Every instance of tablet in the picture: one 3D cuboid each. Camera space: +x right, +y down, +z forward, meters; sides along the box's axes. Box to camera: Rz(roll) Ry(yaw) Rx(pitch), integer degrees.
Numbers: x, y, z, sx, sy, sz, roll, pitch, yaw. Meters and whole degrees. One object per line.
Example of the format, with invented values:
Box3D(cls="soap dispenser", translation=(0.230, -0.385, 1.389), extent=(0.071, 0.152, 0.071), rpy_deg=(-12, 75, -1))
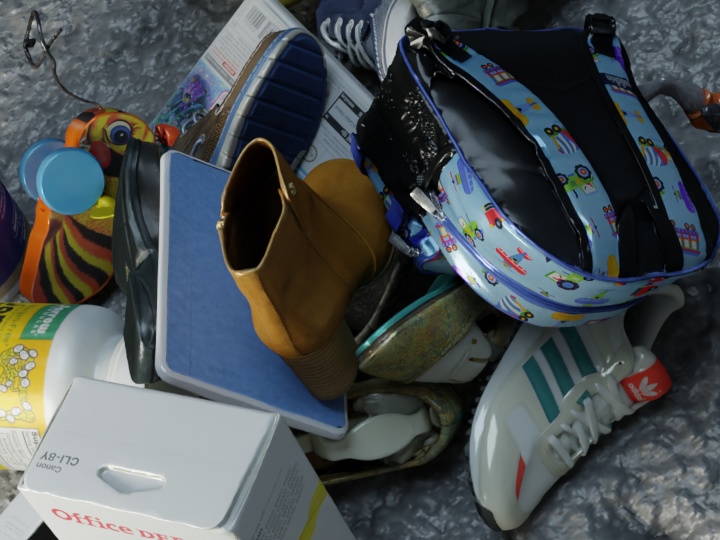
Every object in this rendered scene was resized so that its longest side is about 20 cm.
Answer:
Box3D(cls="tablet", translation=(-0.068, 0.013, 1.446), extent=(0.014, 0.130, 0.200), rpy_deg=(-52, 28, 37))

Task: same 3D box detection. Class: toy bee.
Box3D(cls="toy bee", translation=(-0.179, -0.070, 1.618), extent=(0.109, 0.200, 0.131), rpy_deg=(0, 31, -22))

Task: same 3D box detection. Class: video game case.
Box3D(cls="video game case", translation=(-0.073, -0.076, 1.612), extent=(0.182, 0.024, 0.200), rpy_deg=(-51, 51, 11))

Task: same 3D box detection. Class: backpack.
Box3D(cls="backpack", translation=(0.110, -0.046, 1.388), extent=(0.183, 0.135, 0.200), rpy_deg=(-6, 53, -37))

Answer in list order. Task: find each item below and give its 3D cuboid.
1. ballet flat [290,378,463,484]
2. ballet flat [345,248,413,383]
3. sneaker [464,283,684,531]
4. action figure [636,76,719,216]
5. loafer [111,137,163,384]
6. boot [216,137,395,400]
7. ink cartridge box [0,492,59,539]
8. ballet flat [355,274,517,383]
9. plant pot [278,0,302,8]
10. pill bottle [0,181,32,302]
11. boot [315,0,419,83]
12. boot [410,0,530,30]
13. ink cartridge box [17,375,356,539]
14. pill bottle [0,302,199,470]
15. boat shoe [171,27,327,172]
Box3D(cls="ballet flat", translation=(-0.032, 0.109, 1.451), extent=(0.200, 0.071, 0.071), rpy_deg=(-14, 51, 2))
Box3D(cls="ballet flat", translation=(0.000, 0.000, 1.517), extent=(0.066, 0.057, 0.200), rpy_deg=(29, 95, 34))
Box3D(cls="sneaker", translation=(0.137, 0.075, 1.432), extent=(0.093, 0.070, 0.200), rpy_deg=(7, 55, 32))
Box3D(cls="action figure", translation=(0.289, -0.066, 1.446), extent=(0.193, 0.105, 0.200), rpy_deg=(-12, 51, -24))
Box3D(cls="loafer", translation=(-0.121, -0.007, 1.494), extent=(0.072, 0.073, 0.200), rpy_deg=(-1, 49, -13))
Box3D(cls="boot", translation=(-0.034, -0.035, 1.400), extent=(0.071, 0.144, 0.201), rpy_deg=(-11, 46, 16))
Box3D(cls="ink cartridge box", translation=(-0.224, 0.211, 1.454), extent=(0.037, 0.095, 0.200), rpy_deg=(30, 70, 34))
Box3D(cls="ballet flat", translation=(0.059, 0.036, 1.441), extent=(0.071, 0.071, 0.200), rpy_deg=(-1, 15, 20))
Box3D(cls="plant pot", translation=(-0.074, -0.308, 1.705), extent=(0.176, 0.200, 0.200), rpy_deg=(-48, 34, 2))
Box3D(cls="pill bottle", translation=(-0.317, -0.056, 1.618), extent=(0.116, 0.200, 0.116), rpy_deg=(-11, 52, 14))
Box3D(cls="boot", translation=(0.013, -0.161, 1.632), extent=(0.090, 0.073, 0.200), rpy_deg=(-17, 23, 16))
Box3D(cls="boot", translation=(0.099, -0.173, 1.601), extent=(0.068, 0.200, 0.131), rpy_deg=(-29, 72, 41))
Box3D(cls="ink cartridge box", translation=(-0.091, 0.157, 1.375), extent=(0.145, 0.200, 0.083), rpy_deg=(8, 58, 26))
Box3D(cls="pill bottle", translation=(-0.214, 0.078, 1.537), extent=(0.200, 0.113, 0.113), rpy_deg=(2, 56, 22))
Box3D(cls="boat shoe", translation=(-0.092, -0.077, 1.564), extent=(0.072, 0.072, 0.200), rpy_deg=(25, 90, 42))
